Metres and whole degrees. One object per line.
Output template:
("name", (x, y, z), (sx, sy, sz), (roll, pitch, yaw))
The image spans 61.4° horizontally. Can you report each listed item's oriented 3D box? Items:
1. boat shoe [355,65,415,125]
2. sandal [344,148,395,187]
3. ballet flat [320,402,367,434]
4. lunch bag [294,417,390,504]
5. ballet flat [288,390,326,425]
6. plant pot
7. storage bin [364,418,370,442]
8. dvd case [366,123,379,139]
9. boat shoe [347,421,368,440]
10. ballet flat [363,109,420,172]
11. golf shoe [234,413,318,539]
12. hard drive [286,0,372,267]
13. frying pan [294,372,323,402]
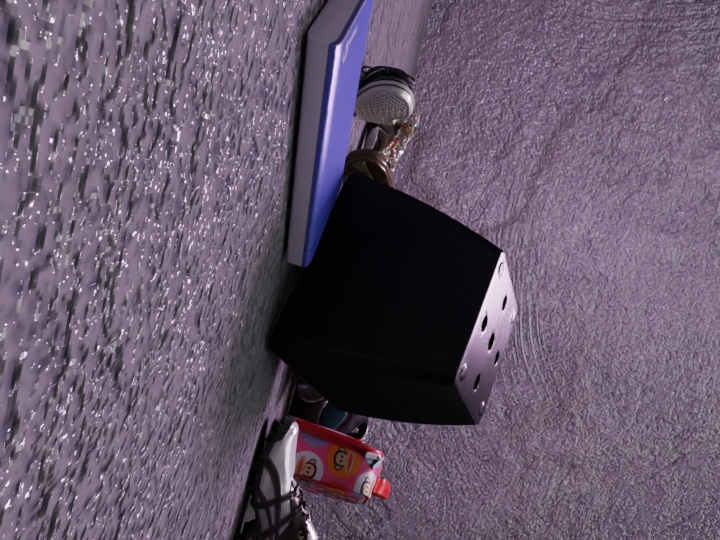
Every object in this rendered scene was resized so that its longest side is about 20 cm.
("boat shoe", (0.028, -0.216, 0.733), (0.200, 0.073, 0.064), (-93, -167, -81))
("sandal", (0.011, -0.142, 0.883), (0.200, 0.079, 0.056), (61, 31, -76))
("ballet flat", (-0.046, 0.246, 0.963), (0.200, 0.072, 0.074), (-45, -161, 42))
("lunch bag", (-0.040, 0.275, 0.842), (0.201, 0.172, 0.084), (103, 6, -67))
("ballet flat", (-0.043, 0.156, 0.873), (0.201, 0.056, 0.067), (-55, -161, 34))
("plant pot", (0.055, 0.051, 0.628), (0.203, 0.174, 0.201), (-64, 151, -20))
("storage bin", (-0.056, 0.317, 1.184), (0.095, 0.132, 0.203), (103, 3, -51))
("dvd case", (0.024, -0.224, 1.142), (0.151, 0.024, 0.204), (-71, 176, -65))
("boat shoe", (-0.060, 0.308, 1.052), (0.198, 0.069, 0.057), (-18, 147, -49))
("ballet flat", (0.048, -0.221, 1.008), (0.075, 0.064, 0.202), (-16, -143, 41))
("golf shoe", (-0.087, 0.273, 0.706), (0.078, 0.092, 0.205), (34, 69, -86))
("hard drive", (-0.027, -0.121, 0.506), (0.134, 0.025, 0.203), (-73, 177, -45))
("frying pan", (-0.030, 0.121, 0.784), (0.188, 0.031, 0.117), (3, -119, 56))
